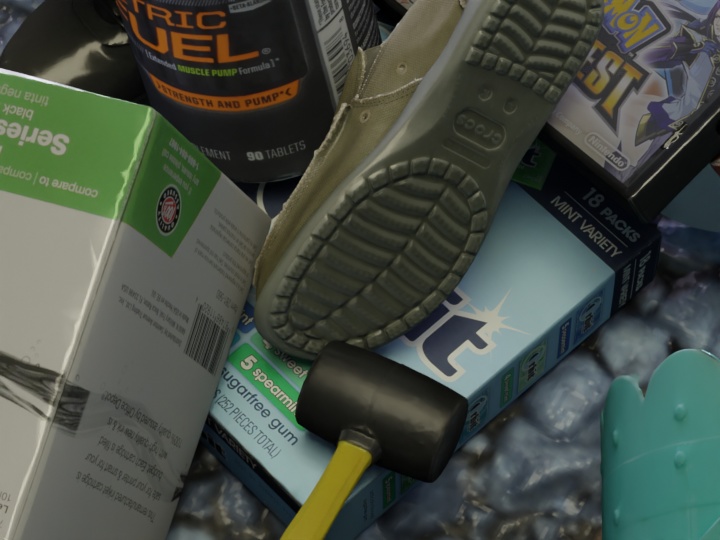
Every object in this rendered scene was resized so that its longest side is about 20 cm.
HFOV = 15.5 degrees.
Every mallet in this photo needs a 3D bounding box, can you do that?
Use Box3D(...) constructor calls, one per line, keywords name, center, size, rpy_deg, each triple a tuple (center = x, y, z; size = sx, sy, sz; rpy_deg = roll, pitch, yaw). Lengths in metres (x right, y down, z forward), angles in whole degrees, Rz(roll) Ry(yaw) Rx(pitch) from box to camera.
Box3D(name="mallet", center=(-0.014, 0.107, 1.001), size=(0.066, 0.041, 0.200), rpy_deg=(17, 45, 7))

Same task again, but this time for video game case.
Box3D(name="video game case", center=(0.119, -0.137, 1.115), size=(0.181, 0.026, 0.200), rpy_deg=(-45, 49, -3))

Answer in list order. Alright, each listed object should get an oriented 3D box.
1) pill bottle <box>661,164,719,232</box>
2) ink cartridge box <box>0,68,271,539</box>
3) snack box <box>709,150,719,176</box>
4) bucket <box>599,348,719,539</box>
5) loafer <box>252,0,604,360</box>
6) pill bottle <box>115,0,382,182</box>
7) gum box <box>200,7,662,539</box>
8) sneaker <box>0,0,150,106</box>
Box3D(name="pill bottle", center=(0.172, -0.123, 1.167), size=(0.112, 0.113, 0.201), rpy_deg=(9, 60, 6))
Box3D(name="ink cartridge box", center=(-0.119, 0.043, 1.023), size=(0.084, 0.146, 0.201), rpy_deg=(15, 79, 20))
Box3D(name="snack box", center=(0.233, 0.003, 1.088), size=(0.200, 0.024, 0.072), rpy_deg=(47, 67, -11))
Box3D(name="bucket", center=(0.180, 0.120, 0.980), size=(0.206, 0.207, 0.135), rpy_deg=(5, 68, 4))
Box3D(name="loafer", center=(0.023, -0.051, 1.079), size=(0.200, 0.075, 0.070), rpy_deg=(-52, 33, 6))
Box3D(name="pill bottle", center=(-0.055, -0.138, 1.079), size=(0.106, 0.200, 0.107), rpy_deg=(-7, 49, 8))
Box3D(name="gum box", center=(0.000, 0.000, 1.137), size=(0.200, 0.045, 0.170), rpy_deg=(-40, 67, -19))
Box3D(name="sneaker", center=(-0.083, -0.140, 1.193), size=(0.200, 0.091, 0.076), rpy_deg=(-38, 68, -18))
